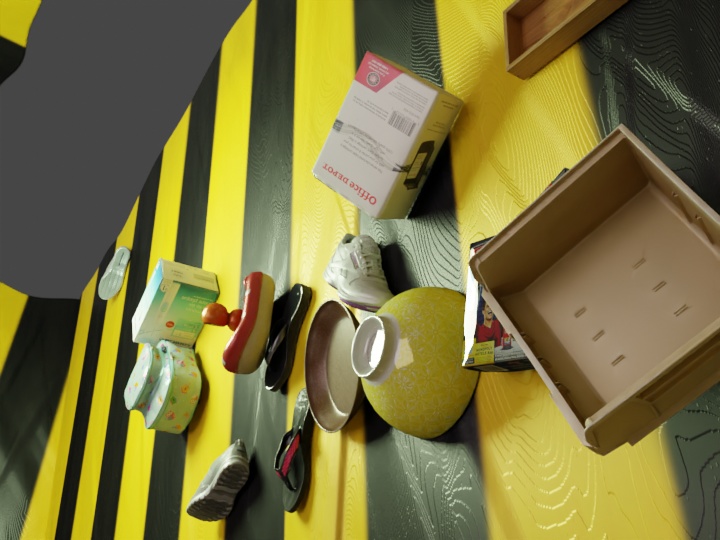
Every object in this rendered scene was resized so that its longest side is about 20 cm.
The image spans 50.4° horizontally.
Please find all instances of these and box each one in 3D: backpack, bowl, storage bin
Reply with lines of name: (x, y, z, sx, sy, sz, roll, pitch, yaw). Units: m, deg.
backpack: (-0.447, 0.271, 1.750, 0.177, 0.152, 0.200, -62, 37, 10)
bowl: (0.053, 0.108, 0.988, 0.200, 0.107, 0.203, -36, 46, 48)
storage bin: (0.221, 0.019, 0.664, 0.198, 0.093, 0.201, -42, 48, 14)

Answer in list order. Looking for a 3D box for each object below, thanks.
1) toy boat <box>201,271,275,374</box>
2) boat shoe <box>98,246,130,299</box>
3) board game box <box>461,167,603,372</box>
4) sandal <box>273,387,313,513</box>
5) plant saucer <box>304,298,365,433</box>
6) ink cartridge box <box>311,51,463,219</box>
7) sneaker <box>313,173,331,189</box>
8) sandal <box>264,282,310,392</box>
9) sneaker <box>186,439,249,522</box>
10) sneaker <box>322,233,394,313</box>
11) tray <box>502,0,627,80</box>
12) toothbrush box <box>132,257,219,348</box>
toy boat: (-0.234, 0.095, 1.438, 0.131, 0.129, 0.202, 108, 168, -48)
boat shoe: (-0.865, 0.008, 2.714, 0.202, 0.073, 0.067, -62, 15, 3)
board game box: (0.200, 0.004, 0.829, 0.199, 0.061, 0.203, -19, 59, 56)
sandal: (-0.113, 0.290, 1.252, 0.075, 0.045, 0.203, -22, 57, 55)
plant saucer: (-0.033, 0.145, 1.167, 0.200, 0.036, 0.203, -18, 70, 62)
ink cartridge box: (0.037, -0.196, 1.136, 0.144, 0.084, 0.202, 36, 110, 27)
sneaker: (-0.017, -0.169, 1.275, 0.199, 0.083, 0.078, -14, 64, 58)
sandal: (-0.145, 0.119, 1.397, 0.076, 0.042, 0.203, 13, 87, 61)
sneaker: (-0.263, 0.404, 1.453, 0.200, 0.074, 0.082, -49, 22, 27)
sneaker: (0.000, 0.000, 1.169, 0.200, 0.074, 0.101, 39, 110, 59)
tray: (0.255, -0.329, 0.929, 0.199, 0.037, 0.100, -31, 49, 50)
toothbrush box: (-0.448, 0.088, 1.841, 0.201, 0.145, 0.086, -57, 32, 26)
